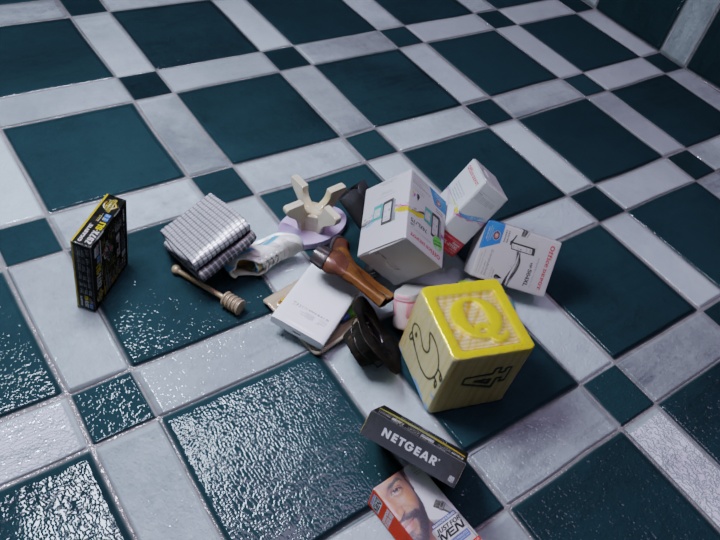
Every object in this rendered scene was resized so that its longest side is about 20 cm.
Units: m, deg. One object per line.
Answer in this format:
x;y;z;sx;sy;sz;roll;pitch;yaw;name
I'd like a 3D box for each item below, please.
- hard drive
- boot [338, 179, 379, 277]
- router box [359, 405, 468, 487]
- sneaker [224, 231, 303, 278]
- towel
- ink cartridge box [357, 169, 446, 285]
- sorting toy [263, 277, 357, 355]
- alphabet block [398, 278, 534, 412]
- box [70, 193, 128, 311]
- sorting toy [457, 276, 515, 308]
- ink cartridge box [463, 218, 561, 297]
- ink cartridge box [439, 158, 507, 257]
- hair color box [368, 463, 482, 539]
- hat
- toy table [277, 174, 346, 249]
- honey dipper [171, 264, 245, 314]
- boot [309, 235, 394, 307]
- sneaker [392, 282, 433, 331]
-0.096;0.073;1.609;0.131;0.027;0.200;28;48;7;hard drive
0.011;-0.101;1.743;0.065;0.201;0.165;-17;21;32;boot
0.107;0.332;1.371;0.199;0.157;0.052;28;88;13;router box
-0.227;-0.032;1.692;0.199;0.077;0.081;-15;49;-14;sneaker
-0.351;-0.073;1.641;0.165;0.086;0.200;-40;42;-16;towel
0.100;-0.098;1.686;0.146;0.145;0.201;36;47;-37;ink cartridge box
-0.094;0.084;1.638;0.185;0.037;0.200;-31;60;-36;sorting toy
0.219;0.159;1.526;0.195;0.201;0.196;-8;50;-22;alphabet block
-0.551;-0.037;1.520;0.049;0.201;0.160;18;45;2;box
0.299;0.070;1.731;0.199;0.107;0.180;26;27;11;sorting toy
0.376;-0.034;1.771;0.199;0.147;0.084;16;7;-8;ink cartridge box
0.254;-0.155;1.763;0.083;0.200;0.146;34;23;-21;ink cartridge box
0.119;0.463;1.308;0.110;0.064;0.200;-25;56;-32;hair color box
0.012;0.157;1.554;0.081;0.201;0.201;-33;50;13;hat
-0.117;-0.146;1.799;0.183;0.118;0.200;35;49;20;toy table
-0.348;0.037;1.619;0.199;0.038;0.038;30;47;17;honey dipper
0.000;0.000;1.644;0.199;0.069;0.188;33;11;8;boot
0.125;0.089;1.675;0.075;0.106;0.200;7;11;22;sneaker
